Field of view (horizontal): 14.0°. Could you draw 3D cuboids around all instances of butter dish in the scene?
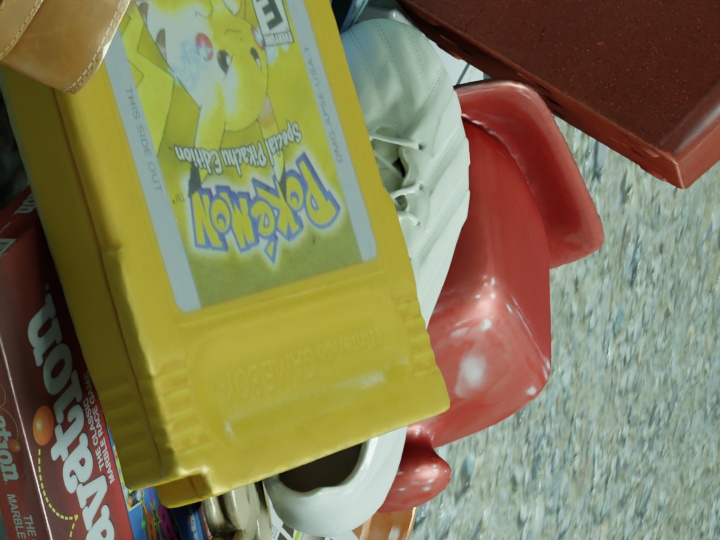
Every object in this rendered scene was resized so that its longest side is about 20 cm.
[{"bbox_3d":[0.005,0.029,1.222,0.200,0.199,0.148,56,22,-65],"label":"butter dish"}]

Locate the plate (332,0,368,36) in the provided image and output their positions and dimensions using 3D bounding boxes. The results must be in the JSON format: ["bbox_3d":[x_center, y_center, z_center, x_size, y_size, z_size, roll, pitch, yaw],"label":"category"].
[{"bbox_3d":[-0.003,-0.180,1.182,0.200,0.025,0.201,-177,-90,-76],"label":"plate"}]

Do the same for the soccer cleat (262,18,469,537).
[{"bbox_3d":[0.000,0.000,1.101,0.078,0.069,0.201,48,50,-78],"label":"soccer cleat"}]

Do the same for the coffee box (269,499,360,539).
[{"bbox_3d":[-0.070,0.125,1.253,0.200,0.113,0.080,55,53,-64],"label":"coffee box"}]

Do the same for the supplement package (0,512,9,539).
[{"bbox_3d":[-0.153,0.159,1.044,0.117,0.117,0.201,-31,132,-64],"label":"supplement package"}]

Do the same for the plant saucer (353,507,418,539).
[{"bbox_3d":[-0.015,0.126,1.528,0.200,0.032,0.201,15,90,-70],"label":"plant saucer"}]

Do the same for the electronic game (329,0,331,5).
[{"bbox_3d":[-0.030,-0.155,1.148,0.200,0.041,0.201,-177,-90,-78],"label":"electronic game"}]

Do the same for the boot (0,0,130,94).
[{"bbox_3d":[-0.113,-0.163,0.870,0.201,0.154,0.074,-65,-157,1],"label":"boot"}]

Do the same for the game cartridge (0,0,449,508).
[{"bbox_3d":[-0.046,-0.031,0.984,0.176,0.032,0.201,-16,87,-59],"label":"game cartridge"}]

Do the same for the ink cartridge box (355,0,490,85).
[{"bbox_3d":[0.009,-0.081,1.364,0.145,0.084,0.201,-53,152,-46],"label":"ink cartridge box"}]

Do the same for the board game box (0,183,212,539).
[{"bbox_3d":[-0.087,0.066,0.977,0.103,0.019,0.201,-51,137,-53],"label":"board game box"}]

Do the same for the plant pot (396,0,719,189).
[{"bbox_3d":[0.118,-0.146,1.202,0.177,0.200,0.200,-58,172,1],"label":"plant pot"}]

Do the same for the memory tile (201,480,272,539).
[{"bbox_3d":[-0.049,0.051,1.065,0.153,0.017,0.201,76,4,-79],"label":"memory tile"}]
